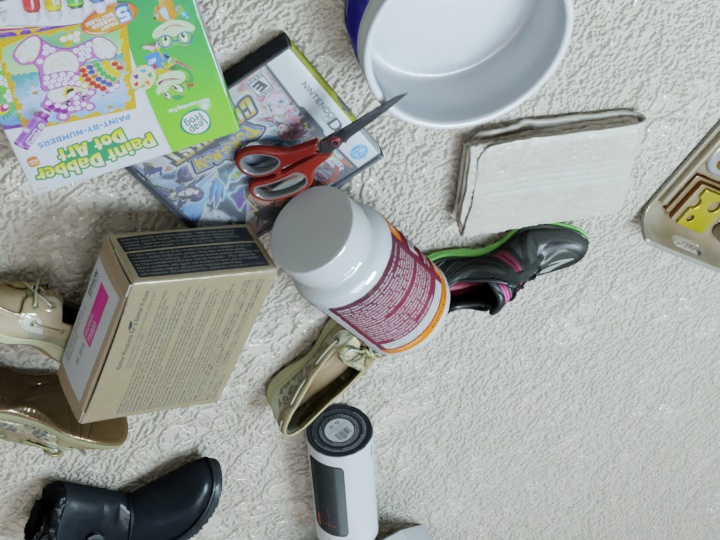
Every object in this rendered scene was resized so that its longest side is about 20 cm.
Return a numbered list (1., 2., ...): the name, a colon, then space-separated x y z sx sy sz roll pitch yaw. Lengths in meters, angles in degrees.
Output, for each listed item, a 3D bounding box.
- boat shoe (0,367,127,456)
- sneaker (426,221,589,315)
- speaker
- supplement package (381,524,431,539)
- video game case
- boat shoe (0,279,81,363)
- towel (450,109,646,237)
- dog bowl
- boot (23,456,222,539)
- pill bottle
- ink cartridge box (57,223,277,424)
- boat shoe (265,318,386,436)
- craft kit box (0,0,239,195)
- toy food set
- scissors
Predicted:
1. boat shoe: -0.345 0.150 1.581 0.200 0.073 0.063 21 135 -22
2. sneaker: 0.157 0.007 1.621 0.199 0.084 0.077 -19 139 -1
3. speaker: -0.020 0.254 1.804 0.081 0.081 0.200 -12 137 -9
4. supplement package: 0.014 0.439 1.912 0.200 0.151 0.152 -29 168 9
5. video game case: -0.104 -0.114 1.444 0.200 0.026 0.181 -32 136 12
6. boat shoe: -0.325 0.037 1.482 0.065 0.072 0.200 -42 139 14
7. towel: 0.195 -0.101 1.567 0.199 0.035 0.133 -8 137 -15
8. dog bowl: 0.088 -0.231 1.363 0.200 0.079 0.200 -11 136 -11
9. boot: -0.276 0.274 1.726 0.168 0.077 0.200 19 130 -39
10. pill bottle: 0.000 0.000 1.517 0.114 0.114 0.200 -33 143 13
11. ink cartridge box: -0.194 0.052 1.484 0.164 0.075 0.200 -5 137 -35
12. boat shoe: -0.023 0.107 1.667 0.073 0.063 0.200 26 120 -37
13. craft kit box: -0.228 -0.179 1.303 0.199 0.049 0.198 -18 134 0
14. toy food set: 0.420 -0.086 1.647 0.143 0.060 0.200 17 125 -34
15. scissors: -0.029 -0.115 1.405 0.200 0.014 0.073 -19 133 24
